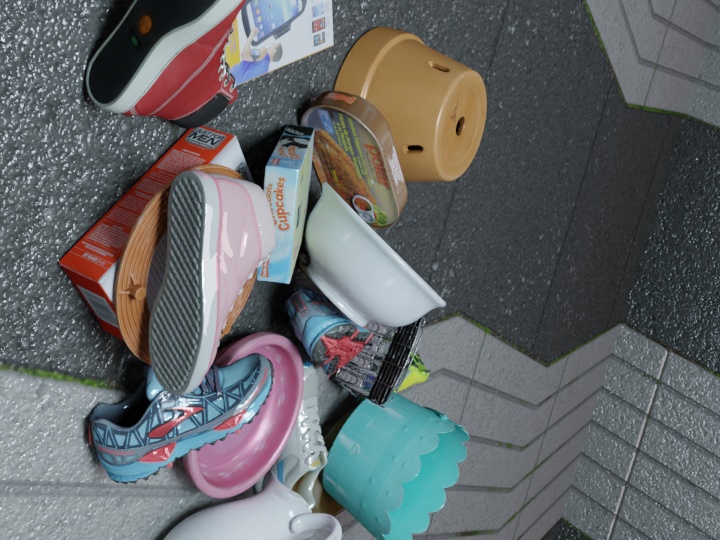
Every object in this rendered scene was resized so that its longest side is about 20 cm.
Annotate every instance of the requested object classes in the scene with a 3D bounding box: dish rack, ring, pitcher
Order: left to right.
[{"bbox_3d":[-0.155,-0.001,0.814,0.200,0.019,0.203,-40,140,-43],"label":"ring"},{"bbox_3d":[-0.134,0.332,0.992,0.199,0.170,0.123,-27,109,-39],"label":"pitcher"},{"bbox_3d":[0.032,0.109,1.158,0.054,0.199,0.156,25,84,-23],"label":"dish rack"}]

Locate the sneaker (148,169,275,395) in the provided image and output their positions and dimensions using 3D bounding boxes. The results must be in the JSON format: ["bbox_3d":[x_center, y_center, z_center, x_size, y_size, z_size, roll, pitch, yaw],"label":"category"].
[{"bbox_3d":[-0.128,0.011,0.770,0.104,0.074,0.204,-6,109,-53],"label":"sneaker"}]

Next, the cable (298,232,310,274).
[{"bbox_3d":[-0.037,0.003,1.129,0.098,0.050,0.201,-57,159,-27],"label":"cable"}]

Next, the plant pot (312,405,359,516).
[{"bbox_3d":[-0.020,0.300,1.294,0.199,0.027,0.203,-38,142,-36],"label":"plant pot"}]

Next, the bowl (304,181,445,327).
[{"bbox_3d":[0.000,0.000,0.978,0.090,0.201,0.201,-46,149,3],"label":"bowl"}]

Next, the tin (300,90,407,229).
[{"bbox_3d":[-0.004,-0.131,1.022,0.042,0.111,0.201,-54,146,-27],"label":"tin"}]

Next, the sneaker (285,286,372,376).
[{"bbox_3d":[-0.044,0.067,1.076,0.079,0.096,0.200,-38,164,-5],"label":"sneaker"}]

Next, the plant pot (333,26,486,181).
[{"bbox_3d":[0.071,-0.197,1.085,0.200,0.138,0.203,-37,137,-45],"label":"plant pot"}]

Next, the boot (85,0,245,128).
[{"bbox_3d":[-0.129,-0.207,0.745,0.199,0.073,0.144,-40,160,23],"label":"boot"}]

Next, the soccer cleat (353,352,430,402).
[{"bbox_3d":[0.048,0.170,1.347,0.084,0.065,0.199,-47,160,18],"label":"soccer cleat"}]

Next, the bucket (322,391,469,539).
[{"bbox_3d":[0.050,0.282,1.223,0.207,0.134,0.209,-39,145,-34],"label":"bucket"}]

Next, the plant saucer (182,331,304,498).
[{"bbox_3d":[-0.146,0.166,1.008,0.200,0.050,0.204,-33,132,-45],"label":"plant saucer"}]

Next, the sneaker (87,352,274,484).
[{"bbox_3d":[-0.181,0.132,0.855,0.198,0.079,0.097,-30,119,-14],"label":"sneaker"}]

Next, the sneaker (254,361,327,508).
[{"bbox_3d":[-0.079,0.221,1.124,0.076,0.080,0.204,-6,109,-56],"label":"sneaker"}]

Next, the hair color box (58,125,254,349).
[{"bbox_3d":[-0.185,-0.036,0.821,0.201,0.061,0.102,-52,145,-29],"label":"hair color box"}]

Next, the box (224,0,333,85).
[{"bbox_3d":[-0.087,-0.276,0.875,0.199,0.041,0.121,-36,135,-43],"label":"box"}]

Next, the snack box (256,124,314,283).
[{"bbox_3d":[-0.077,-0.078,0.904,0.201,0.036,0.118,-87,-177,-69],"label":"snack box"}]
